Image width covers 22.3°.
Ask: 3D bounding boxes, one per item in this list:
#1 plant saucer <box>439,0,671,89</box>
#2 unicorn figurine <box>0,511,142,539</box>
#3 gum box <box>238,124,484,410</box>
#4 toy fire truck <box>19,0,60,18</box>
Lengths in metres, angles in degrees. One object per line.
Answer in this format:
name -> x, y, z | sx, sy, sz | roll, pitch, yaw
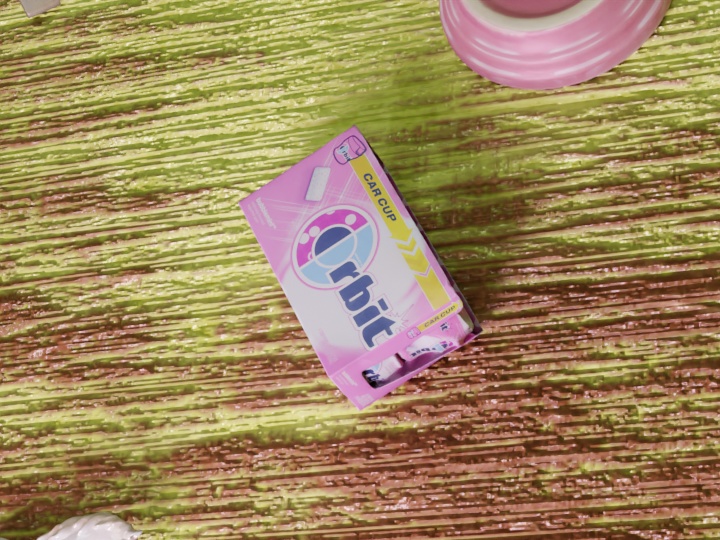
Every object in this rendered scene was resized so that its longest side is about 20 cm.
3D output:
plant saucer -> 0.155, -0.243, 1.489 | 0.200, 0.051, 0.201 | -11, 59, 18
unicorn figurine -> -0.250, 0.237, 1.374 | 0.199, 0.074, 0.138 | 8, 55, 33
gum box -> 0.000, 0.000, 1.407 | 0.113, 0.066, 0.200 | -33, 55, 5
toy fire truck -> -0.385, -0.308, 1.732 | 0.176, 0.129, 0.200 | -40, 45, -2
